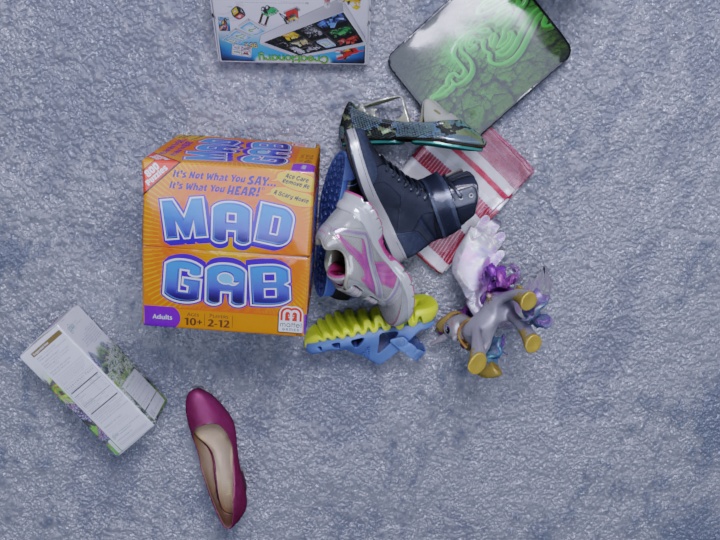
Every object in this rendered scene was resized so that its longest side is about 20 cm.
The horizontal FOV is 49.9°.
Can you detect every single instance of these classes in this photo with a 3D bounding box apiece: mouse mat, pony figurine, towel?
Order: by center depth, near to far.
[{"bbox_3d":[0.155,-0.280,1.012,0.199,0.008,0.161,-41,95,8],"label":"mouse mat"},{"bbox_3d":[0.180,0.050,1.041,0.166,0.200,0.194,40,91,-16],"label":"pony figurine"},{"bbox_3d":[0.124,-0.110,1.068,0.144,0.023,0.200,39,103,-10],"label":"towel"}]

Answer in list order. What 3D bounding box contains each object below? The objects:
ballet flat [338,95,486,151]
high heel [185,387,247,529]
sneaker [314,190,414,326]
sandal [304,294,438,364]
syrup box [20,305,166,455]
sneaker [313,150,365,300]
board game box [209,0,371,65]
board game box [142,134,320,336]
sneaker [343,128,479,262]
[{"bbox_3d":[0.066,-0.192,1.005,0.197,0.074,0.076,4,107,12],"label":"ballet flat"},{"bbox_3d":[-0.213,0.276,1.143,0.067,0.096,0.202,-21,106,6],"label":"high heel"},{"bbox_3d":[0.000,0.000,1.001,0.088,0.081,0.202,-38,118,-16],"label":"sneaker"},{"bbox_3d":[0.018,0.098,1.104,0.197,0.080,0.088,-9,111,4],"label":"sandal"},{"bbox_3d":[-0.381,0.157,1.116,0.081,0.079,0.201,-38,103,11],"label":"syrup box"},{"bbox_3d":[-0.013,-0.060,1.065,0.077,0.070,0.203,3,102,-26],"label":"sneaker"},{"bbox_3d":[-0.085,-0.321,0.966,0.196,0.035,0.127,1,138,-1],"label":"board game box"},{"bbox_3d":[-0.156,-0.052,0.990,0.196,0.200,0.203,4,108,-2],"label":"board game box"},{"bbox_3d":[0.069,-0.119,0.995,0.144,0.077,0.204,-24,126,5],"label":"sneaker"}]
